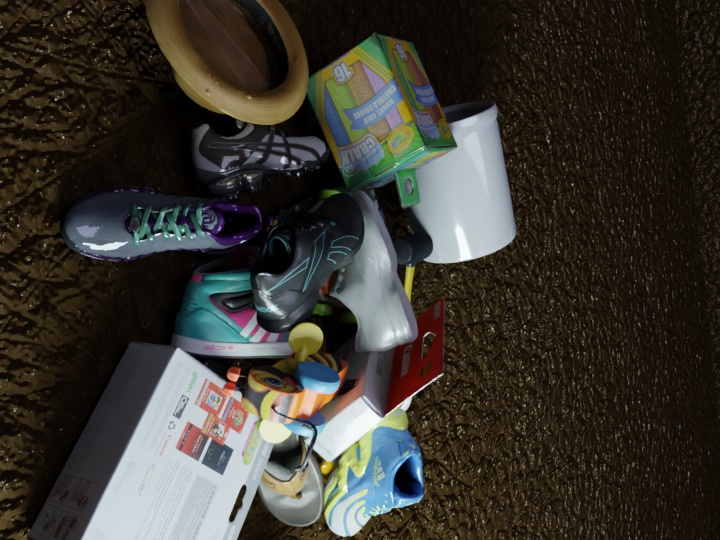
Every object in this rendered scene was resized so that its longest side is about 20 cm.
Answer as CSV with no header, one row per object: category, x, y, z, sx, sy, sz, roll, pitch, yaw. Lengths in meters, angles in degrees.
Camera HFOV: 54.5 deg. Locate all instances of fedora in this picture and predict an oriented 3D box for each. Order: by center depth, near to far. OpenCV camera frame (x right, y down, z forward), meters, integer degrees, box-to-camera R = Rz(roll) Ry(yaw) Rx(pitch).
fedora,-0.151,-0.236,0.752,0.200,0.082,0.202,19,60,-35

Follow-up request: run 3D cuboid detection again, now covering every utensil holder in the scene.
utensil holder,0.140,-0.134,1.052,0.170,0.169,0.201,-37,117,-45

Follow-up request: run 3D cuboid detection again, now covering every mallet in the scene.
mallet,0.061,0.044,1.016,0.066,0.041,0.202,-3,106,-54

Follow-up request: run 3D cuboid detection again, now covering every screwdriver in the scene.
screwdriver,-0.131,0.158,0.823,0.029,0.028,0.200,-42,131,-9

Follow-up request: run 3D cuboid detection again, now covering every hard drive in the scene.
hard drive,-0.038,-0.042,0.930,0.200,0.038,0.141,-37,116,-44

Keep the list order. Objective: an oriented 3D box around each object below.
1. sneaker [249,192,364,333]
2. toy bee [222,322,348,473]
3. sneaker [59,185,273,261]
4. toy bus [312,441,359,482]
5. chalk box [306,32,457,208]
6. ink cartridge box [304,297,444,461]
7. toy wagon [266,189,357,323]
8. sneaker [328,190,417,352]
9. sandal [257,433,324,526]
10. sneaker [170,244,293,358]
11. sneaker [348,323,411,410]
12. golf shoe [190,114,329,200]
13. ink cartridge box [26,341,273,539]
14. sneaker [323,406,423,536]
sneaker,-0.055,-0.027,0.753,0.201,0.075,0.080,-61,142,-39
toy bee,-0.076,0.113,0.703,0.200,0.108,0.132,86,25,-82
sneaker,-0.187,-0.053,0.694,0.199,0.087,0.075,-6,87,-41
toy bus,0.001,0.260,0.937,0.200,0.065,0.079,44,56,-40
chalk box,0.036,-0.181,0.905,0.124,0.123,0.201,-24,89,-62
ink cartridge box,0.022,0.111,0.832,0.044,0.173,0.200,44,20,-11
toy wagon,-0.034,-0.020,0.873,0.199,0.039,0.156,17,74,-49
sneaker,0.000,0.000,0.833,0.075,0.088,0.201,41,32,-63
sandal,-0.085,0.213,0.806,0.055,0.081,0.202,-105,-168,-73
sneaker,-0.120,0.033,0.797,0.199,0.083,0.122,6,92,-49
sneaker,0.018,0.106,0.979,0.081,0.077,0.202,-10,91,-29
golf shoe,-0.112,-0.148,0.816,0.200,0.077,0.095,-29,110,-49
ink cartridge box,-0.190,0.202,0.695,0.176,0.083,0.201,47,54,-41
sneaker,0.016,0.259,0.820,0.075,0.105,0.201,2,118,-29
